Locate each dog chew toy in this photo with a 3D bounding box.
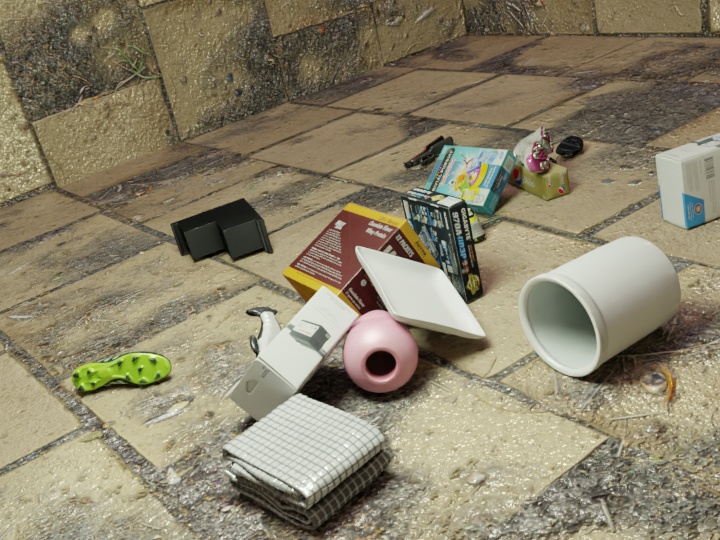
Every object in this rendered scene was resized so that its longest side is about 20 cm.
[{"bbox_3d":[0.032,0.125,1.535,0.124,0.125,0.200,-12,15,3],"label":"dog chew toy"}]

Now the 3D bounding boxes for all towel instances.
[{"bbox_3d":[-0.080,0.273,1.298,0.200,0.086,0.166,13,36,43],"label":"towel"}]

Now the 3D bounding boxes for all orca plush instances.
[{"bbox_3d":[-0.176,0.149,1.637,0.105,0.071,0.200,18,32,-42],"label":"orca plush"}]

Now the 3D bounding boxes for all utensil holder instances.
[{"bbox_3d":[0.382,0.053,1.446,0.200,0.170,0.170,-23,25,-29],"label":"utensil holder"}]

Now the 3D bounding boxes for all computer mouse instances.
[{"bbox_3d":[0.514,-0.288,2.326,0.059,0.034,0.200,23,45,29],"label":"computer mouse"}]

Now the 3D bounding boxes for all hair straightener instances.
[{"bbox_3d":[0.197,-0.331,2.570,0.200,0.041,0.077,-31,28,-35],"label":"hair straightener"}]

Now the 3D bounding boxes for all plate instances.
[{"bbox_3d":[0.097,0.044,1.569,0.199,0.032,0.200,14,29,-33],"label":"plate"}]

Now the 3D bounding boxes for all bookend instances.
[{"bbox_3d":[-0.341,-0.081,2.228,0.199,0.092,0.200,-21,26,-14],"label":"bookend"}]

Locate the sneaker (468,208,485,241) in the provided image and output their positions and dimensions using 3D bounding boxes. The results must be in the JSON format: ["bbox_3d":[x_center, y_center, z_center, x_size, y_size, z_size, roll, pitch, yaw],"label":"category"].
[{"bbox_3d":[0.212,-0.122,2.042,0.075,0.076,0.200,-25,24,-21],"label":"sneaker"}]

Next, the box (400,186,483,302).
[{"bbox_3d":[0.157,-0.051,1.754,0.046,0.200,0.159,-25,25,-24],"label":"box"}]

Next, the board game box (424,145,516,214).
[{"bbox_3d":[0.255,-0.219,2.174,0.200,0.047,0.151,13,72,46],"label":"board game box"}]

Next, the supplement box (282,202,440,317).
[{"bbox_3d":[0.000,0.000,1.722,0.200,0.133,0.197,-48,34,-14],"label":"supplement box"}]

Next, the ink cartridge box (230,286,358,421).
[{"bbox_3d":[-0.107,0.142,1.493,0.200,0.084,0.145,-48,-4,-44],"label":"ink cartridge box"}]

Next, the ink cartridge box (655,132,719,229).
[{"bbox_3d":[0.709,-0.188,1.835,0.200,0.147,0.086,-19,22,-15],"label":"ink cartridge box"}]

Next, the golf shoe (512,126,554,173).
[{"bbox_3d":[0.401,-0.270,2.144,0.091,0.075,0.200,-22,17,28],"label":"golf shoe"}]

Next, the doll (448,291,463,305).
[{"bbox_3d":[0.119,0.061,1.709,0.136,0.048,0.200,-31,26,-33],"label":"doll"}]

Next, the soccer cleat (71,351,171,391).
[{"bbox_3d":[-0.448,0.185,1.723,0.200,0.068,0.081,-9,11,10],"label":"soccer cleat"}]

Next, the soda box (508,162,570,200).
[{"bbox_3d":[0.421,-0.229,2.188,0.068,0.064,0.200,-19,23,-13],"label":"soda box"}]
